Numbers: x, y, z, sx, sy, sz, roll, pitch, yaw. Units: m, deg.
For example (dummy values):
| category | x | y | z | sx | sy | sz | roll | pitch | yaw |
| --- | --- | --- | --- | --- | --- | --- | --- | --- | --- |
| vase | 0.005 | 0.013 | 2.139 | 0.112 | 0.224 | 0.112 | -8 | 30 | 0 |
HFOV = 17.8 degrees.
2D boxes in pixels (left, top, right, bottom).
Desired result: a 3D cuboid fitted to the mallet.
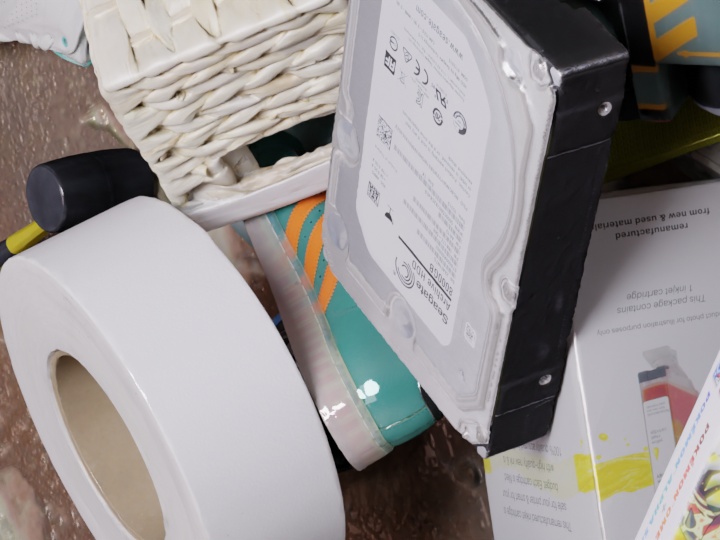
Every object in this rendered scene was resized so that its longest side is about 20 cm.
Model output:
| category | x | y | z | sx | sy | sz | roll | pitch | yaw |
| --- | --- | --- | --- | --- | --- | --- | --- | --- | --- |
| mallet | -0.198 | -0.016 | 1.305 | 0.200 | 0.066 | 0.041 | -28 | 79 | 41 |

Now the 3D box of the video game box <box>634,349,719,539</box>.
| category | x | y | z | sx | sy | sz | roll | pitch | yaw |
| --- | --- | --- | --- | --- | --- | --- | --- | --- | --- |
| video game box | 0.215 | 0.098 | 0.877 | 0.199 | 0.047 | 0.183 | 18 | 108 | -8 |

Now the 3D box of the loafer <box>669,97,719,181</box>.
| category | x | y | z | sx | sy | sz | roll | pitch | yaw |
| --- | --- | --- | --- | --- | --- | --- | --- | --- | --- |
| loafer | 0.138 | -0.086 | 1.002 | 0.070 | 0.070 | 0.200 | -48 | 53 | -5 |

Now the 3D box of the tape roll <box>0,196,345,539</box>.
| category | x | y | z | sx | sy | sz | roll | pitch | yaw |
| --- | --- | --- | --- | --- | --- | --- | --- | --- | --- |
| tape roll | -0.089 | 0.070 | 1.070 | 0.202 | 0.071 | 0.203 | 46 | 152 | 34 |

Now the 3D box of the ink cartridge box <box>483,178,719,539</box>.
| category | x | y | z | sx | sy | sz | roll | pitch | yaw |
| --- | --- | --- | --- | --- | --- | --- | --- | --- | --- |
| ink cartridge box | 0.108 | 0.067 | 0.992 | 0.145 | 0.083 | 0.201 | 177 | 85 | -75 |

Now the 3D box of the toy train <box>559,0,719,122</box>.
| category | x | y | z | sx | sy | sz | roll | pitch | yaw |
| --- | --- | --- | --- | --- | --- | --- | --- | --- | --- |
| toy train | 0.110 | -0.144 | 0.876 | 0.114 | 0.085 | 0.201 | 6 | 127 | 31 |

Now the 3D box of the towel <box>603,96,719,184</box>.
| category | x | y | z | sx | sy | sz | roll | pitch | yaw |
| --- | --- | --- | --- | --- | --- | --- | --- | --- | --- |
| towel | 0.170 | -0.102 | 0.936 | 0.199 | 0.018 | 0.086 | -20 | 61 | 23 |

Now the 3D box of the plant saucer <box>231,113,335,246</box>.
| category | x | y | z | sx | sy | sz | roll | pitch | yaw |
| --- | --- | --- | --- | --- | --- | --- | --- | --- | --- |
| plant saucer | -0.035 | -0.096 | 1.165 | 0.200 | 0.039 | 0.202 | 7 | 100 | 41 |

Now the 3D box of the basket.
| category | x | y | z | sx | sy | sz | roll | pitch | yaw |
| --- | --- | --- | --- | --- | --- | --- | --- | --- | --- |
| basket | -0.058 | -0.143 | 1.059 | 0.135 | 0.123 | 0.201 | -21 | 57 | 12 |

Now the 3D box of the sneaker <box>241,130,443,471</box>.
| category | x | y | z | sx | sy | sz | roll | pitch | yaw |
| --- | --- | --- | --- | --- | --- | --- | --- | --- | --- |
| sneaker | 0.000 | 0.000 | 1.070 | 0.080 | 0.071 | 0.200 | -27 | 49 | 5 |

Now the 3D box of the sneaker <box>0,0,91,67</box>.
| category | x | y | z | sx | sy | sz | roll | pitch | yaw |
| --- | --- | --- | --- | --- | --- | --- | --- | --- | --- |
| sneaker | -0.177 | -0.147 | 1.269 | 0.200 | 0.075 | 0.089 | -26 | 90 | 40 |

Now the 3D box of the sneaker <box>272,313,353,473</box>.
| category | x | y | z | sx | sy | sz | roll | pitch | yaw |
| --- | --- | --- | --- | --- | --- | --- | --- | --- | --- |
| sneaker | -0.038 | 0.073 | 1.156 | 0.200 | 0.071 | 0.083 | -48 | 25 | 34 |

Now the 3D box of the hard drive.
| category | x | y | z | sx | sy | sz | roll | pitch | yaw |
| --- | --- | --- | --- | --- | --- | --- | --- | --- | --- |
| hard drive | 0.038 | -0.041 | 0.913 | 0.140 | 0.038 | 0.201 | 52 | 149 | 37 |
